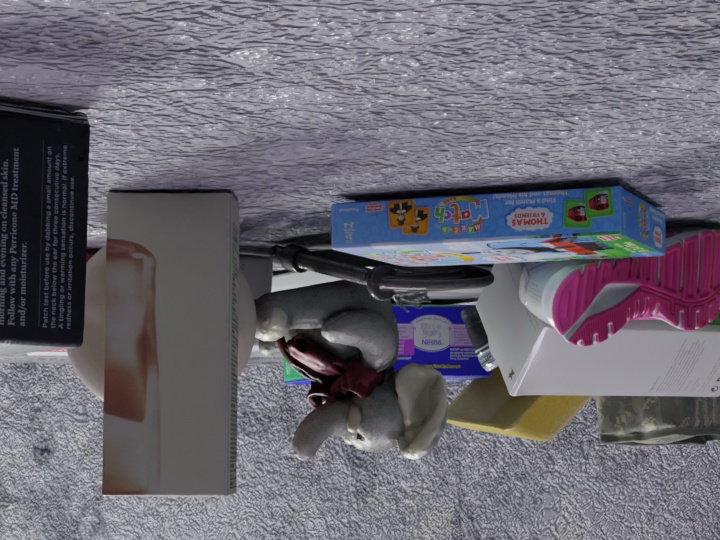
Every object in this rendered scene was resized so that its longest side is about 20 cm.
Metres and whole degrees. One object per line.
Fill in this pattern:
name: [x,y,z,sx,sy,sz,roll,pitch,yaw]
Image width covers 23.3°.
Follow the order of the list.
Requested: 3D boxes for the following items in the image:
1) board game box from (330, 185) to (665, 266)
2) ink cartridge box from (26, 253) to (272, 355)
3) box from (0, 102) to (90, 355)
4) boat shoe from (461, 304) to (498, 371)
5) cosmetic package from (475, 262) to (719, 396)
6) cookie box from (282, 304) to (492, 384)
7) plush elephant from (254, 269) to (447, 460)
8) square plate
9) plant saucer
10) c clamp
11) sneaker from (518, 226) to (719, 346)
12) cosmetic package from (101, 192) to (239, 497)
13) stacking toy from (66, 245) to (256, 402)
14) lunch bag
board game box: [0.099,-0.028,1.210,0.199,0.037,0.151,-2,175,21]
ink cartridge box: [-0.188,0.033,1.546,0.199,0.084,0.145,2,174,-17]
box: [-0.270,-0.019,0.881,0.196,0.125,0.199,7,171,-39]
boat shoe: [0.170,0.021,1.534,0.199,0.068,0.074,-25,174,-27]
cosmetic package: [0.208,0.041,1.431,0.199,0.108,0.085,2,134,-23]
cookie box: [0.021,0.076,1.748,0.170,0.076,0.200,1,174,-15]
plush elephant: [-0.014,0.088,1.442,0.199,0.156,0.165,-11,178,-29]
square plate: [0.031,0.016,1.671,0.199,0.029,0.198,4,172,-36]
plant saucer: [0.186,0.091,1.650,0.200,0.048,0.200,-44,-171,-13]
c clamp: [0.000,0.000,1.381,0.170,0.027,0.200,-1,-172,-39]
sneaker: [0.204,0.000,1.337,0.199,0.082,0.088,-5,-161,-33]
cosmetic package: [-0.127,0.052,1.183,0.087,0.201,0.103,1,173,0]
stacking toy: [-0.155,0.061,1.390,0.145,0.147,0.200,0,164,-3]
lunch bag: [0.334,0.104,1.878,0.117,0.165,0.200,-11,168,35]
